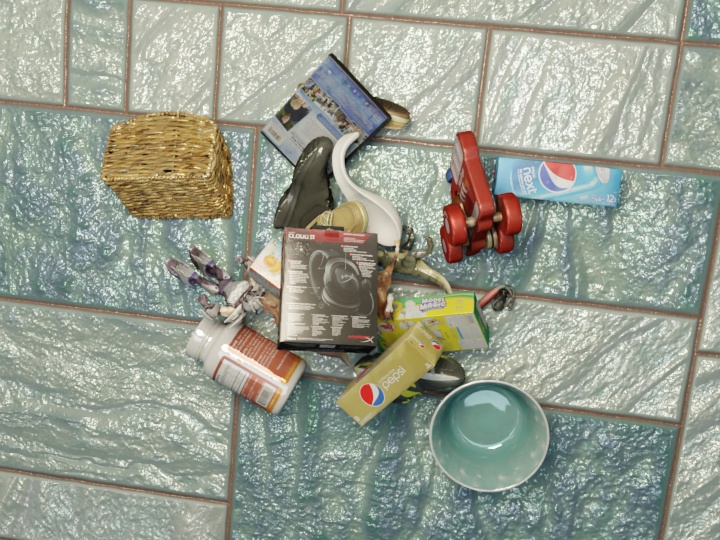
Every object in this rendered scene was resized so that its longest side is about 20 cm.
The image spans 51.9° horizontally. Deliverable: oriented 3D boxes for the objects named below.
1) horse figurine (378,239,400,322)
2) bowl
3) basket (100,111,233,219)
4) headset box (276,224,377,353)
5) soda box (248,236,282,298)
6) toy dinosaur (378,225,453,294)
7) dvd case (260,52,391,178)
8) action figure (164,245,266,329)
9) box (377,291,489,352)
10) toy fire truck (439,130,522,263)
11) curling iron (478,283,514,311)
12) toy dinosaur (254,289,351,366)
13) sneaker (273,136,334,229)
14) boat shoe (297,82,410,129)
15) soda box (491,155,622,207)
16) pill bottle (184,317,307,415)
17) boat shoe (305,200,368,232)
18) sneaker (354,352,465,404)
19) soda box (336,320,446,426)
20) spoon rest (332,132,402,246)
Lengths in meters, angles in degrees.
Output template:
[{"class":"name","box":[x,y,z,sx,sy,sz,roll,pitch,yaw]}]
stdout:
[{"class":"horse figurine","box":[0.000,0.000,1.262,0.200,0.050,0.133,16,106,44]},{"class":"bowl","box":[0.222,0.271,1.294,0.200,0.105,0.201,1,100,7]},{"class":"basket","box":[-0.330,-0.184,1.303,0.200,0.149,0.143,-1,66,7]},{"class":"headset box","box":[-0.051,0.023,1.150,0.149,0.077,0.200,3,73,-9]},{"class":"soda box","box":[-0.085,0.034,1.214,0.200,0.064,0.068,37,71,1]},{"class":"toy dinosaur","box":[0.088,-0.025,1.276,0.200,0.047,0.088,23,102,26]},{"class":"dvd case","box":[-0.061,-0.243,1.238,0.143,0.018,0.200,45,126,-8]},{"class":"action figure","box":[-0.240,0.023,1.269,0.200,0.130,0.069,25,146,31]},{"class":"box","box":[0.109,0.094,1.262,0.200,0.048,0.117,-8,141,19]},{"class":"toy fire truck","box":[0.179,-0.112,1.199,0.112,0.200,0.168,-11,72,-2]},{"class":"curling iron","box":[0.190,0.093,1.307,0.200,0.026,0.050,-37,92,11]},{"class":"toy dinosaur","box":[-0.089,0.097,1.301,0.135,0.086,0.200,-35,84,12]},{"class":"sneaker","box":[-0.079,-0.141,1.264,0.091,0.076,0.200,22,131,-9]},{"class":"boat shoe","box":[-0.015,-0.261,1.258,0.200,0.072,0.076,17,113,13]},{"class":"soda box","box":[0.323,-0.149,1.230,0.200,0.068,0.064,6,100,6]},{"class":"pill bottle","box":[-0.205,0.163,1.322,0.200,0.112,0.112,30,101,1]},{"class":"boat shoe","box":[-0.068,-0.051,1.244,0.201,0.063,0.073,-29,81,38]},{"class":"sneaker","box":[0.090,0.194,1.314,0.200,0.074,0.085,1,115,22]},{"class":"soda box","box":[0.049,0.174,1.236,0.064,0.068,0.200,43,123,-1]},{"class":"spoon rest","box":[0.007,-0.125,1.225,0.061,0.099,0.200,-36,110,-29]}]
